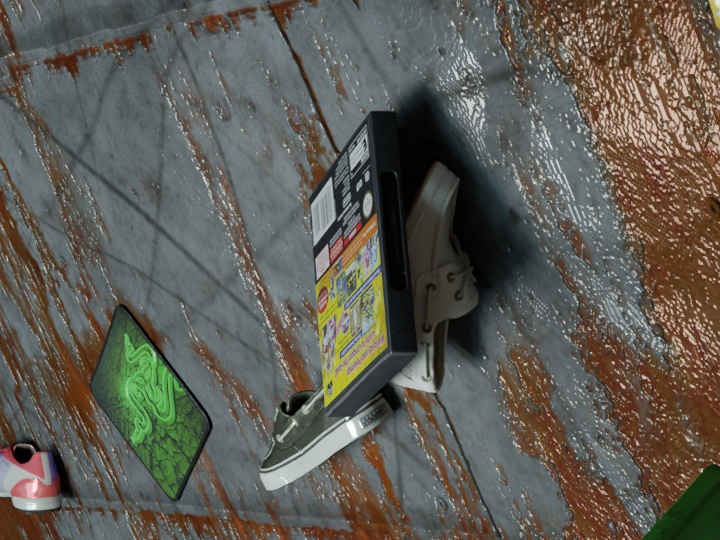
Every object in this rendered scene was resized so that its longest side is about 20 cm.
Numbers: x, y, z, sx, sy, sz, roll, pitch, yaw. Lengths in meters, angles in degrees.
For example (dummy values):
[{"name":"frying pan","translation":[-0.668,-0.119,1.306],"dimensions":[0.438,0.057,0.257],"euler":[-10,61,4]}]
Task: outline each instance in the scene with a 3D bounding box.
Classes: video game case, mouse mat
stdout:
[{"name":"video game case","translation":[0.000,0.000,1.626],"dimensions":[0.200,0.025,0.183],"euler":[131,137,-68]},{"name":"mouse mat","translation":[-0.219,0.140,2.216],"dimensions":[0.161,0.007,0.200],"euler":[51,148,15]}]

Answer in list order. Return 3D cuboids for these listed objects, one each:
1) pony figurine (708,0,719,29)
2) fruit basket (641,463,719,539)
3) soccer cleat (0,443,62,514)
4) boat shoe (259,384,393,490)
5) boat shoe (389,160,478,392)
[{"name":"pony figurine","translation":[0.174,-0.244,1.159],"dimensions":[0.200,0.167,0.193],"euler":[44,158,-4]},{"name":"fruit basket","translation":[0.210,0.244,1.459],"dimensions":[0.215,0.215,0.157],"euler":[3,119,55]},{"name":"soccer cleat","translation":[-0.407,0.235,2.542],"dimensions":[0.199,0.068,0.074],"euler":[10,101,58]},{"name":"boat shoe","translation":[-0.039,0.134,1.881],"dimensions":[0.064,0.070,0.200],"euler":[56,142,4]},{"name":"boat shoe","translation":[0.058,0.008,1.626],"dimensions":[0.069,0.071,0.201],"euler":[20,130,11]}]
